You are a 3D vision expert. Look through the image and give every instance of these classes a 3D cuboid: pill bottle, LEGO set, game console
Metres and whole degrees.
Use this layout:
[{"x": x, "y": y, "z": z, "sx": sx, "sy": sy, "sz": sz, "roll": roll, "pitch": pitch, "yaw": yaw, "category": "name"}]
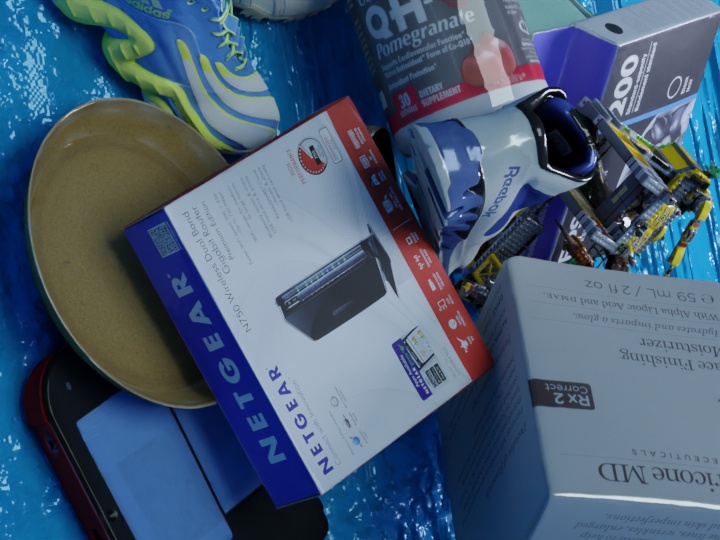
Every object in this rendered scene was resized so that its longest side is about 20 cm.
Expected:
[{"x": 0.046, "y": -0.186, "z": 1.632, "sx": 0.110, "sy": 0.110, "sz": 0.201, "roll": -15, "pitch": 84, "yaw": -46, "category": "pill bottle"}, {"x": 0.166, "y": -0.012, "z": 1.682, "sx": 0.154, "sy": 0.200, "sz": 0.116, "roll": 41, "pitch": 12, "yaw": -44, "category": "LEGO set"}, {"x": -0.110, "y": 0.116, "z": 1.509, "sx": 0.177, "sy": 0.031, "sz": 0.201, "roll": -34, "pitch": 102, "yaw": -44, "category": "game console"}]

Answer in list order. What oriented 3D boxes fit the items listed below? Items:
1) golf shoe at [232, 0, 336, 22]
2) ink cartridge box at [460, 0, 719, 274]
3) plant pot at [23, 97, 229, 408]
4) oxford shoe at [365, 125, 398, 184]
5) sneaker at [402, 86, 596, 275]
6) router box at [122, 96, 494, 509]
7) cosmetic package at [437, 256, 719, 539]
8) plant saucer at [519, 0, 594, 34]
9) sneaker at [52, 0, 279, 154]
[{"x": -0.067, "y": -0.222, "z": 1.612, "sx": 0.199, "sy": 0.097, "sz": 0.079, "roll": 12, "pitch": 67, "yaw": -43, "category": "golf shoe"}, {"x": 0.169, "y": -0.094, "z": 1.758, "sx": 0.199, "sy": 0.043, "sz": 0.199, "roll": -20, "pitch": 134, "yaw": -46, "category": "ink cartridge box"}, {"x": -0.133, "y": -0.008, "z": 1.499, "sx": 0.199, "sy": 0.027, "sz": 0.201, "roll": 25, "pitch": 55, "yaw": -40, "category": "plant pot"}, {"x": 0.000, "y": 0.000, "z": 1.621, "sx": 0.070, "sy": 0.075, "sz": 0.201, "roll": 0, "pitch": 78, "yaw": -44, "category": "oxford shoe"}, {"x": 0.093, "y": -0.058, "z": 1.573, "sx": 0.114, "sy": 0.199, "sz": 0.081, "roll": -18, "pitch": 78, "yaw": -5, "category": "sneaker"}, {"x": -0.028, "y": 0.018, "z": 1.523, "sx": 0.179, "sy": 0.049, "sz": 0.201, "roll": -34, "pitch": 98, "yaw": -41, "category": "router box"}, {"x": 0.158, "y": 0.125, "z": 1.598, "sx": 0.164, "sy": 0.166, "sz": 0.201, "roll": 6, "pitch": 46, "yaw": -16, "category": "cosmetic package"}, {"x": 0.085, "y": -0.216, "z": 1.720, "sx": 0.200, "sy": 0.019, "sz": 0.070, "roll": 41, "pitch": 67, "yaw": -13, "category": "plant saucer"}, {"x": -0.106, "y": -0.149, "z": 1.543, "sx": 0.200, "sy": 0.105, "sz": 0.076, "roll": 38, "pitch": 54, "yaw": -29, "category": "sneaker"}]
